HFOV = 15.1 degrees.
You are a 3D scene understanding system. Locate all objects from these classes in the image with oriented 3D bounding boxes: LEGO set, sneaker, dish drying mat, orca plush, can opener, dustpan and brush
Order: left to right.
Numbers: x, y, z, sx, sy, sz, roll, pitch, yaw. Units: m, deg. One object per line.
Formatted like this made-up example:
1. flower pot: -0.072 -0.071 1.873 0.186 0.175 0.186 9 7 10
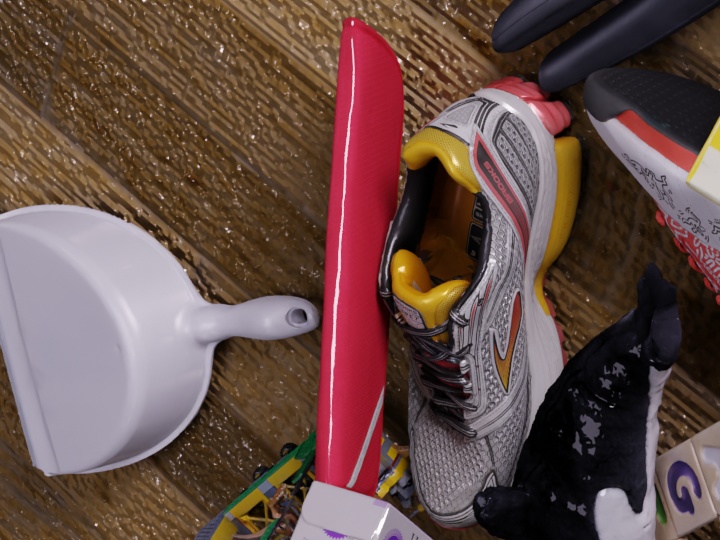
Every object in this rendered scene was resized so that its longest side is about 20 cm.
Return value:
1. dustpan and brush: -0.100 0.031 1.326 0.199 0.057 0.140 -3 103 51
2. LEGO set: -0.023 0.166 1.213 0.116 0.200 0.154 44 114 -8
3. dish drying mat: 0.000 0.000 1.152 0.018 0.077 0.201 2 79 15
4. sneaker: 0.039 0.019 1.162 0.078 0.082 0.201 19 117 38
5. orca plush: 0.085 0.095 1.105 0.106 0.071 0.200 63 151 31
6. can opener: 0.122 -0.122 1.059 0.063 0.079 0.200 40 140 -7
7. sneaker: 0.155 0.007 1.059 0.201 0.067 0.108 33 122 28

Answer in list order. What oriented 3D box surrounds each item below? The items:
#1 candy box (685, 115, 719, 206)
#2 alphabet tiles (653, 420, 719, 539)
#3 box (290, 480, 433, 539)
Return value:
1. candy box: 0.204 -0.093 0.964 0.102 0.026 0.201 35 105 27
2. alphabet tiles: 0.146 0.176 1.108 0.167 0.008 0.201 -43 62 60
3. box: 0.031 0.145 1.146 0.041 0.200 0.039 12 71 33
